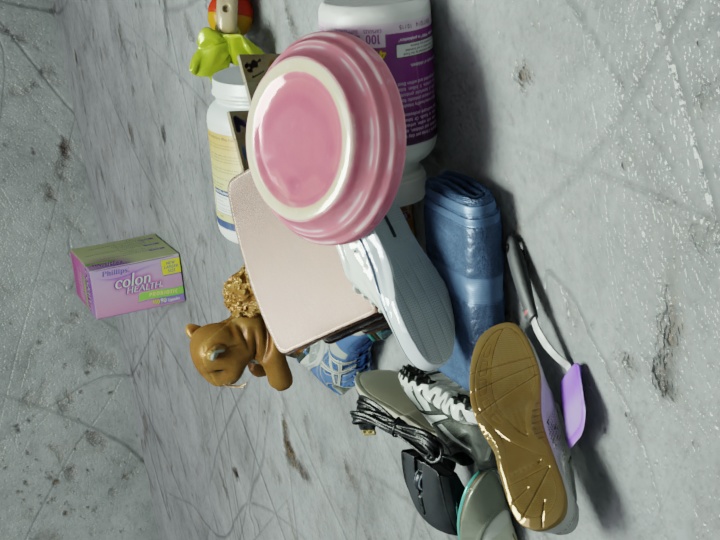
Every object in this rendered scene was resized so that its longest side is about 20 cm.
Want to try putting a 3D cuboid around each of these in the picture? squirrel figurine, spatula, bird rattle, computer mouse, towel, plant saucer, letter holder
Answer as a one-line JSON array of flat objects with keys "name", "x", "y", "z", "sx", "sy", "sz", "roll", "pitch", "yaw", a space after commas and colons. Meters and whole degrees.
[{"name": "squirrel figurine", "x": -0.136, "y": 0.062, "z": 1.783, "sx": 0.142, "sy": 0.185, "sz": 0.202, "roll": -131, "pitch": 35, "yaw": -54}, {"name": "spatula", "x": 0.164, "y": 0.056, "z": 1.205, "sx": 0.057, "sy": 0.020, "sz": 0.201, "roll": 110, "pitch": 144, "yaw": -62}, {"name": "bird rattle", "x": -0.182, "y": -0.351, "z": 1.819, "sx": 0.163, "sy": 0.112, "sz": 0.202, "roll": -140, "pitch": 43, "yaw": -84}, {"name": "computer mouse", "x": 0.051, "y": 0.210, "z": 1.406, "sx": 0.140, "sy": 0.046, "sz": 0.201, "roll": 28, "pitch": 158, "yaw": 36}, {"name": "towel", "x": 0.104, "y": 0.012, "z": 1.305, "sx": 0.112, "sy": 0.048, "sz": 0.202, "roll": -143, "pitch": 46, "yaw": -60}, {"name": "plant saucer", "x": -0.043, "y": -0.123, "z": 1.275, "sx": 0.199, "sy": 0.051, "sz": 0.203, "roll": 6, "pitch": 99, "yaw": 45}, {"name": "letter holder", "x": -0.043, "y": -0.024, "z": 1.446, "sx": 0.141, "sy": 0.100, "sz": 0.202, "roll": -25, "pitch": 77, "yaw": 28}]

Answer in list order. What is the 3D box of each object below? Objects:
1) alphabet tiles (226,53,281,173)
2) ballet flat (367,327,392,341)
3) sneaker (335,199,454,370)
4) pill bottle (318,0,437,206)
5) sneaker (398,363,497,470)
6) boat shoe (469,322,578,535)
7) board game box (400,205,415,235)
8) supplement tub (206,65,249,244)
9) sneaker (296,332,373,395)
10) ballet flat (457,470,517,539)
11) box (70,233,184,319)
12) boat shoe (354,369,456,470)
[{"name": "alphabet tiles", "x": -0.075, "y": -0.151, "z": 1.537, "sx": 0.008, "sy": 0.166, "sz": 0.202, "roll": -27, "pitch": 75, "yaw": 49}, {"name": "ballet flat", "x": 0.000, "y": 0.000, "z": 1.565, "sx": 0.200, "sy": 0.074, "sz": 0.075, "roll": 55, "pitch": 150, "yaw": 40}, {"name": "sneaker", "x": 0.028, "y": 0.008, "z": 1.306, "sx": 0.071, "sy": 0.073, "sz": 0.201, "roll": -39, "pitch": 67, "yaw": 48}, {"name": "pill bottle", "x": 0.019, "y": -0.169, "z": 1.341, "sx": 0.112, "sy": 0.111, "sz": 0.202, "roll": -144, "pitch": 46, "yaw": -62}, {"name": "sneaker", "x": 0.093, "y": 0.151, "z": 1.386, "sx": 0.200, "sy": 0.066, "sz": 0.091, "roll": -156, "pitch": 59, "yaw": -63}, {"name": "boat shoe", "x": 0.150, "y": 0.145, "z": 1.224, "sx": 0.069, "sy": 0.070, "sz": 0.202, "roll": 35, "pitch": -142, "yaw": -52}, {"name": "board game box", "x": 0.021, "y": -0.133, "z": 1.480, "sx": 0.095, "sy": 0.030, "sz": 0.202, "roll": -152, "pitch": 51, "yaw": -62}, {"name": "supplement tub", "x": -0.113, "y": -0.145, "z": 1.666, "sx": 0.144, "sy": 0.143, "sz": 0.202, "roll": -141, "pitch": 43, "yaw": -60}, {"name": "sneaker", "x": -0.009, "y": 0.092, "z": 1.652, "sx": 0.077, "sy": 0.076, "sz": 0.200, "roll": 49, "pitch": 154, "yaw": 3}, {"name": "ballet flat", "x": 0.132, "y": 0.285, "z": 1.384, "sx": 0.063, "sy": 0.067, "sz": 0.201, "roll": 30, "pitch": 136, "yaw": 27}, {"name": "box", "x": -0.453, "y": 0.009, "z": 2.633, "sx": 0.200, "sy": 0.174, "sz": 0.098, "roll": -152, "pitch": 53, "yaw": -64}, {"name": "boat shoe", "x": 0.049, "y": 0.167, "z": 1.509, "sx": 0.200, "sy": 0.072, "sz": 0.063, "roll": 33, "pitch": 128, "yaw": 57}]
